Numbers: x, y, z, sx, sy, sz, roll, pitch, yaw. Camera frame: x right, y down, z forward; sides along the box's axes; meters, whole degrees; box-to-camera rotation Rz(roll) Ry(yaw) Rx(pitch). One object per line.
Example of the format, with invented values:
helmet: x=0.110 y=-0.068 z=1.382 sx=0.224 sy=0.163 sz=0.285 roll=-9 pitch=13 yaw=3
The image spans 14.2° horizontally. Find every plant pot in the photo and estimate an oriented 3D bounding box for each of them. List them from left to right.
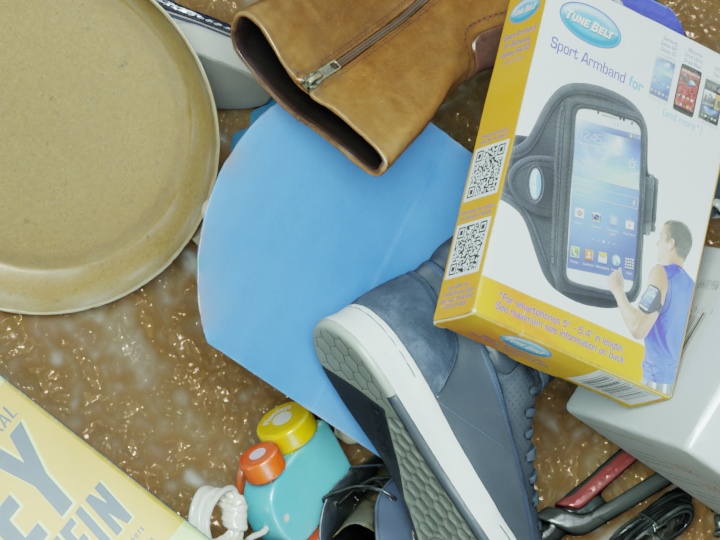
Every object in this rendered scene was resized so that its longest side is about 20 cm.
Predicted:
plant pot: x=-0.170 y=-0.074 z=1.490 sx=0.199 sy=0.028 sz=0.201 roll=2 pitch=112 yaw=5

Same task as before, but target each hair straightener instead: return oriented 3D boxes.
hair straightener: x=0.165 y=0.115 z=1.505 sx=0.200 sy=0.041 sz=0.077 roll=-38 pitch=84 yaw=-15

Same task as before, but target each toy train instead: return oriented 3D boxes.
toy train: x=-0.050 y=0.050 z=1.474 sx=0.055 sy=0.150 sz=0.201 roll=-1 pitch=77 yaw=43

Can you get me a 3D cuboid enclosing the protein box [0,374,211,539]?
protein box: x=-0.162 y=0.153 z=1.401 sx=0.200 sy=0.199 sz=0.135 roll=37 pitch=79 yaw=5

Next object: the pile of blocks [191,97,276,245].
pile of blocks: x=-0.009 y=-0.077 z=1.534 sx=0.200 sy=0.082 sz=0.062 roll=-47 pitch=126 yaw=-2

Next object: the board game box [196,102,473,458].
board game box: x=0.000 y=0.000 z=1.437 sx=0.200 sy=0.039 sz=0.159 roll=35 pitch=72 yaw=-26

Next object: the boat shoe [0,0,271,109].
boat shoe: x=-0.133 y=-0.155 z=1.529 sx=0.199 sy=0.075 sz=0.093 roll=17 pitch=67 yaw=-5

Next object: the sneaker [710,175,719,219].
sneaker: x=0.151 y=-0.005 z=1.517 sx=0.199 sy=0.081 sz=0.147 roll=-12 pitch=88 yaw=-9

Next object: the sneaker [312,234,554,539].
sneaker: x=0.081 y=0.074 z=1.417 sx=0.146 sy=0.077 sz=0.203 roll=-36 pitch=109 yaw=-27

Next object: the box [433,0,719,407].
box: x=0.113 y=-0.049 z=1.378 sx=0.119 sy=0.041 sz=0.201 roll=23 pitch=72 yaw=-26

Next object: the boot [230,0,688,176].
boot: x=0.059 y=-0.101 z=1.412 sx=0.188 sy=0.069 sz=0.200 roll=44 pitch=41 yaw=5

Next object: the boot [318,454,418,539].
boot: x=0.028 y=0.102 z=1.461 sx=0.097 sy=0.075 sz=0.201 roll=-1 pitch=81 yaw=-45

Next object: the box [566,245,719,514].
box: x=0.230 y=0.084 z=1.428 sx=0.200 sy=0.152 sz=0.107 roll=33 pitch=84 yaw=-18
